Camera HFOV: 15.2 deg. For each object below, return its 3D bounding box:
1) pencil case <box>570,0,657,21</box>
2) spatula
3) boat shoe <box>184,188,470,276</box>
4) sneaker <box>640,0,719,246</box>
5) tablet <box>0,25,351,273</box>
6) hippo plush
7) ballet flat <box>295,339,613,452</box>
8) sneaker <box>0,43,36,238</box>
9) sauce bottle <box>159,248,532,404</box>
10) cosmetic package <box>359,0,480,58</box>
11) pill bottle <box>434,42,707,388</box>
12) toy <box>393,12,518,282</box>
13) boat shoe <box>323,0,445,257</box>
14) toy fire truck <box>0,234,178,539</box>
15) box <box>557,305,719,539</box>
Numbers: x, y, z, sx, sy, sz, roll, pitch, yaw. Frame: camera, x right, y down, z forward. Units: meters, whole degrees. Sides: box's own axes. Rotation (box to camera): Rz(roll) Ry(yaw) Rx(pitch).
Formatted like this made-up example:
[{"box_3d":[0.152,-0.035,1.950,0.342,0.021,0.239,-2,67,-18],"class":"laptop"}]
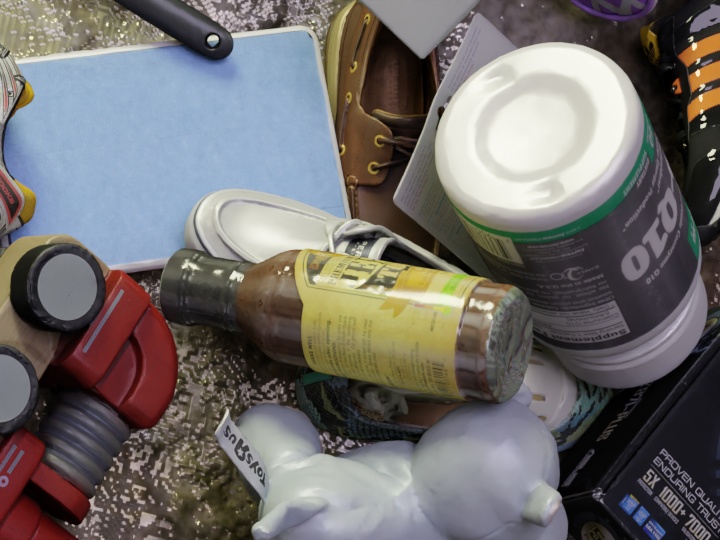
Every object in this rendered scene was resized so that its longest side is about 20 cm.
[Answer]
[{"box_3d":[0.186,-0.243,1.645,0.201,0.083,0.086,-58,141,-30],"class":"pencil case"},{"box_3d":[-0.158,-0.175,1.519,0.199,0.021,0.057,32,100,2],"class":"spatula"},{"box_3d":[0.000,0.000,1.468,0.199,0.065,0.074,22,60,0],"class":"boat shoe"},{"box_3d":[0.206,-0.111,1.641,0.089,0.070,0.201,19,68,2],"class":"sneaker"},{"box_3d":[-0.110,-0.066,1.514,0.198,0.014,0.131,-8,78,-13],"class":"tablet"},{"box_3d":[0.023,0.111,1.423,0.160,0.201,0.160,-23,45,-1],"class":"hippo plush"},{"box_3d":[0.063,0.068,1.526,0.198,0.074,0.075,-1,75,-21],"class":"ballet flat"},{"box_3d":[-0.224,-0.109,1.467,0.082,0.078,0.202,-9,87,-17],"class":"sneaker"},{"box_3d":[-0.011,0.023,1.405,0.199,0.065,0.065,10,66,22],"class":"sauce bottle"},{"box_3d":[0.060,-0.199,1.526,0.071,0.101,0.200,43,22,-4],"class":"cosmetic package"},{"box_3d":[0.120,-0.024,1.455,0.112,0.200,0.114,-10,58,16],"class":"pill bottle"},{"box_3d":[0.077,-0.053,1.529,0.200,0.047,0.116,36,73,-48],"class":"toy"},{"box_3d":[0.016,-0.071,1.549,0.071,0.068,0.202,4,73,-20],"class":"boat shoe"},{"box_3d":[-0.143,0.102,1.423,0.200,0.128,0.177,42,68,-25],"class":"toy fire truck"},{"box_3d":[0.222,0.147,1.542,0.200,0.086,0.164,48,64,-9],"class":"box"}]
